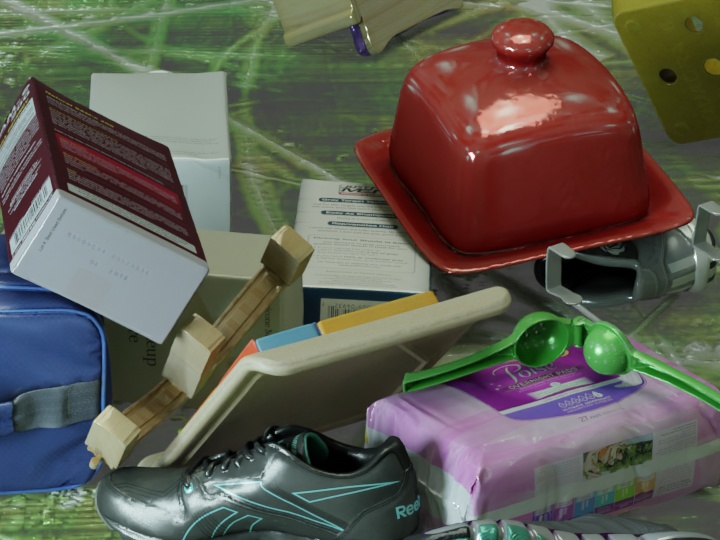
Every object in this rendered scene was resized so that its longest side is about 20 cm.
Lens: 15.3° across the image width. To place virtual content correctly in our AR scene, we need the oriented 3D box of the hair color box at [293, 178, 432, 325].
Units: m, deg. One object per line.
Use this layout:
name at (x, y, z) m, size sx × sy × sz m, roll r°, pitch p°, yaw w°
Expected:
hair color box at (0.000, 0.000, 1.885) m, size 0.100 × 0.061 × 0.200 m, roll 4°, pitch 24°, yaw 1°

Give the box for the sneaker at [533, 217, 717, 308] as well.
sneaker at (0.152, -0.028, 1.943) m, size 0.115 × 0.075 × 0.200 m, roll -21°, pitch 32°, yaw -36°

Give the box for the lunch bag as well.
lunch bag at (-0.253, 0.061, 1.642) m, size 0.200 × 0.136 × 0.132 m, roll -4°, pitch 24°, yaw -12°

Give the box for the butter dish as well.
butter dish at (0.112, -0.108, 1.878) m, size 0.199 × 0.148 × 0.200 m, roll -13°, pitch 36°, yaw -15°

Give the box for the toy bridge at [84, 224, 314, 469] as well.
toy bridge at (-0.103, 0.054, 1.642) m, size 0.027 × 0.067 × 0.200 m, roll 38°, pitch 57°, yaw 7°

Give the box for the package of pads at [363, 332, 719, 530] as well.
package of pads at (0.111, 0.105, 1.628) m, size 0.200 × 0.076 × 0.120 m, roll -15°, pitch 29°, yaw -32°

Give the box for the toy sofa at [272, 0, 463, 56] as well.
toy sofa at (0.007, -0.257, 2.478) m, size 0.083 × 0.098 × 0.200 m, roll -14°, pitch 13°, yaw 35°

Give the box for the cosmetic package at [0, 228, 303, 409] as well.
cosmetic package at (-0.141, 0.029, 1.764) m, size 0.200 × 0.104 × 0.073 m, roll 4°, pitch 25°, yaw 11°

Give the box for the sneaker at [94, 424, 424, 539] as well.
sneaker at (-0.059, 0.125, 1.574) m, size 0.200 × 0.079 × 0.075 m, roll 4°, pitch 25°, yaw 11°

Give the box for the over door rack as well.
over door rack at (0.230, 0.050, 1.748) m, size 0.148 × 0.067 × 0.200 m, roll -16°, pitch 49°, yaw -33°

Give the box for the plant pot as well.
plant pot at (0.316, -0.216, 2.202) m, size 0.200 × 0.200 × 0.176 m, roll -9°, pitch 34°, yaw 33°

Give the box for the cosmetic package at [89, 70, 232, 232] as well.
cosmetic package at (-0.155, -0.086, 2.058) m, size 0.113 × 0.081 × 0.200 m, roll 0°, pitch 22°, yaw -2°

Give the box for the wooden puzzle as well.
wooden puzzle at (-0.027, 0.065, 1.627) m, size 0.185 × 0.037 × 0.200 m, roll -15°, pitch -16°, yaw -33°

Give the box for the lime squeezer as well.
lime squeezer at (0.130, 0.052, 1.610) m, size 0.200 × 0.038 × 0.071 m, roll 5°, pitch 23°, yaw 10°

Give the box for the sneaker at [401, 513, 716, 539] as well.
sneaker at (0.104, 0.171, 1.506) m, size 0.200 × 0.075 × 0.088 m, roll 4°, pitch 8°, yaw -15°

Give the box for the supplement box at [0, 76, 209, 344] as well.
supplement box at (-0.166, -0.040, 1.669) m, size 0.109 × 0.061 × 0.200 m, roll 27°, pitch 17°, yaw -21°
